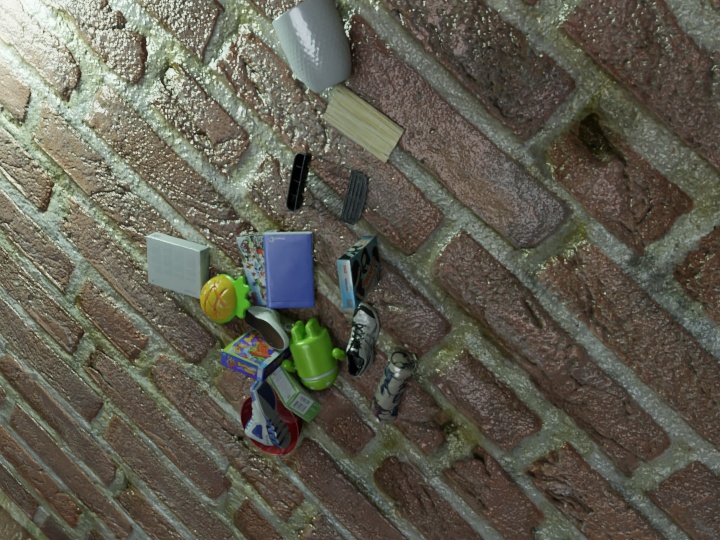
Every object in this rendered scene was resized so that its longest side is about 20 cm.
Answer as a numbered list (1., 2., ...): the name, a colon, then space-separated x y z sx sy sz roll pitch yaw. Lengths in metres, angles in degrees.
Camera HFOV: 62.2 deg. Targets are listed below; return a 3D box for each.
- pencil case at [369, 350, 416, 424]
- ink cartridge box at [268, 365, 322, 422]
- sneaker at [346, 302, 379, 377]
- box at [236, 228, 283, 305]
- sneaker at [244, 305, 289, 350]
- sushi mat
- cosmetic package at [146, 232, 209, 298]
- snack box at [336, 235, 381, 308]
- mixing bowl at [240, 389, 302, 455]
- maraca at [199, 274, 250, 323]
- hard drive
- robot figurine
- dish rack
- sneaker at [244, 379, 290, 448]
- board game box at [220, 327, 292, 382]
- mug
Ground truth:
1. pencil case: 0.088 0.311 1.593 0.078 0.088 0.203 41 124 38
2. ink cartridge box: -0.194 0.329 1.683 0.059 0.200 0.104 -48 126 -1
3. sneaker: 0.002 0.189 1.581 0.074 0.087 0.204 9 110 23
4. box: -0.256 -0.007 1.656 0.134 0.038 0.204 -5 106 26
5. sneaker: -0.241 0.146 1.652 0.199 0.084 0.074 34 127 40
6. sushi mat: 0.005 -0.351 1.426 0.199 0.012 0.096 37 120 8
7. cosmetic package: -0.542 -0.016 1.776 0.196 0.052 0.154 15 112 19
8. snack box: 0.000 0.000 1.447 0.036 0.200 0.119 0 109 20
9. mixing bowl: -0.246 0.429 1.769 0.196 0.108 0.204 8 112 21
10. maraca: -0.381 0.079 1.697 0.197 0.106 0.140 -5 87 37
11. hard drive: -0.191 0.000 1.600 0.129 0.025 0.204 -1 105 -1
12. robot figurine: -0.126 0.236 1.640 0.172 0.116 0.204 -14 103 9
13. dish rack: -0.082 -0.199 1.497 0.197 0.055 0.156 22 117 15
14. sneaker: -0.284 0.415 1.674 0.113 0.081 0.203 -14 104 25
15. board game box: -0.274 0.220 1.653 0.132 0.200 0.046 19 115 16
16. mug: -0.110 -0.501 1.363 0.199 0.147 0.178 0 120 56
